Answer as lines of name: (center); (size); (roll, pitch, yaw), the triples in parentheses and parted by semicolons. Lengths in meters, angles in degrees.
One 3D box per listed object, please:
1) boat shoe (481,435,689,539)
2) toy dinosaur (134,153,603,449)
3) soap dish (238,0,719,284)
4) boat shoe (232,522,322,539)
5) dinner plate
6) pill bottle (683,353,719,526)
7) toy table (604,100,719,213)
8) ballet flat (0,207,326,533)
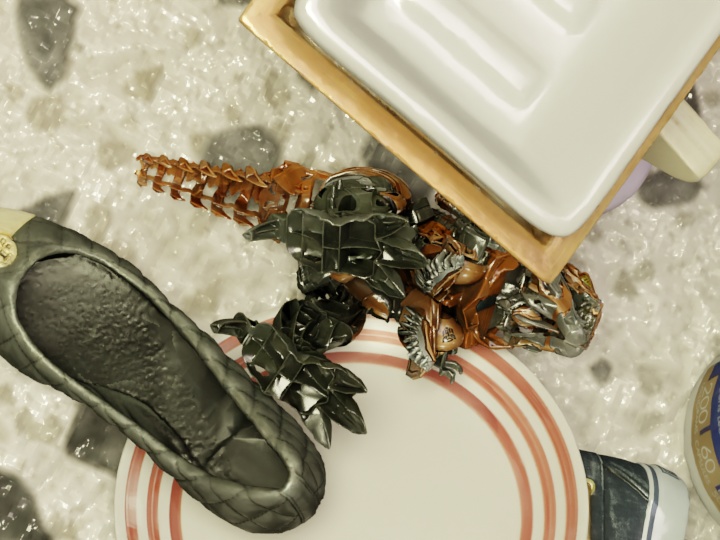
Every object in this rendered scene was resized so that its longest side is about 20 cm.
boat shoe: (0.077, 0.174, 1.022); (0.090, 0.071, 0.201); (16, 76, -11)
toy dinosaur: (0.000, 0.000, 0.995); (0.199, 0.136, 0.103); (2, 113, 16)
soap dish: (0.065, -0.120, 0.911); (0.157, 0.081, 0.200); (39, 77, -12)
boat shoe: (0.012, 0.186, 0.983); (0.074, 0.093, 0.201); (-33, 94, -16)
dinner plate: (-0.004, 0.100, 0.985); (0.199, 0.024, 0.201); (1, 58, -1)
pill bottle: (0.225, 0.054, 0.996); (0.110, 0.200, 0.112); (5, 71, -16)
toy table: (0.066, -0.108, 1.014); (0.200, 0.117, 0.184); (34, 77, -12)
ballet flat: (-0.093, 0.033, 0.964); (0.200, 0.057, 0.067); (36, 72, 11)
